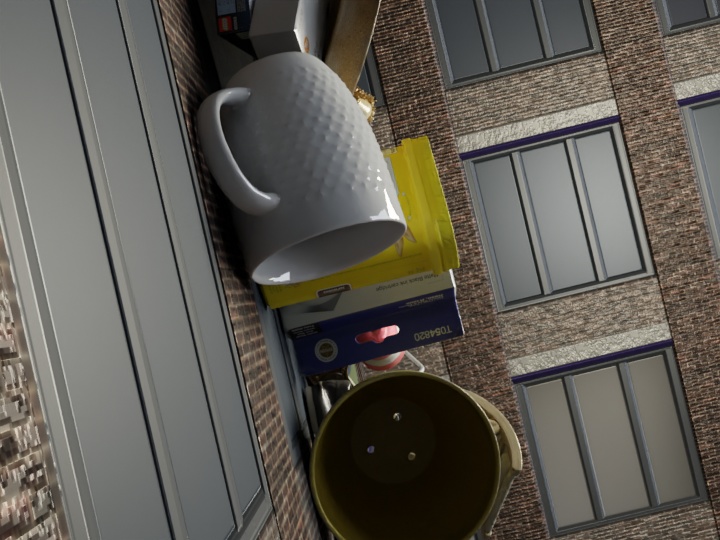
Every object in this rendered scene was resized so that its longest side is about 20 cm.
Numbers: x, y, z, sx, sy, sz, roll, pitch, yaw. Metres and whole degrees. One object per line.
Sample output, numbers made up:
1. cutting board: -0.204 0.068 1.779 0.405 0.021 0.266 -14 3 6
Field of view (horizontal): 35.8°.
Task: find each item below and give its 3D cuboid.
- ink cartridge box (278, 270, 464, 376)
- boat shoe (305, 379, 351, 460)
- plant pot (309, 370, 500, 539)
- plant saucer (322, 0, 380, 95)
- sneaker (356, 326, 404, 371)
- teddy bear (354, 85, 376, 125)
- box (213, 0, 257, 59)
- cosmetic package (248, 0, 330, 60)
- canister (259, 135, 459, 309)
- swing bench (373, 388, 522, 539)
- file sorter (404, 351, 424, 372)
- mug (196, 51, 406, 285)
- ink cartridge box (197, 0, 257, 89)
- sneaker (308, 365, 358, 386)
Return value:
1. ink cartridge box: 0.000 0.000 1.230 0.041 0.197 0.202 -29 104 -86
2. boat shoe: -0.017 0.226 1.296 0.067 0.056 0.203 20 57 -89
3. plant pot: 0.041 0.199 1.208 0.142 0.198 0.203 -142 -142 -84
4. plant saucer: -0.023 -0.234 1.151 0.200 0.035 0.203 -165 -90 -79
5. sneaker: 0.002 0.021 1.377 0.087 0.073 0.202 67 0 -58
6. teddy bear: -0.073 -0.221 1.296 0.146 0.199 0.067 -60 -178 4
7. box: -0.101 -0.289 1.145 0.200 0.037 0.138 8 76 -76
8. cosmetic package: -0.063 -0.271 1.103 0.083 0.050 0.202 66 23 -49
9. canister: -0.012 -0.048 1.139 0.087 0.197 0.150 75 2 -52
10. swing bench: 0.086 0.255 1.427 0.200 0.197 0.131 101 -18 -51
11. file sorter: 0.009 0.100 1.580 0.139 0.123 0.202 -147 -138 -68
12. mug: -0.068 -0.097 0.973 0.199 0.147 0.177 3 65 -57
13. ink cartridge box: -0.140 -0.265 1.179 0.094 0.044 0.202 -95 172 -67
14. sneaker: -0.045 0.099 1.416 0.201 0.066 0.090 76 -6 -49
